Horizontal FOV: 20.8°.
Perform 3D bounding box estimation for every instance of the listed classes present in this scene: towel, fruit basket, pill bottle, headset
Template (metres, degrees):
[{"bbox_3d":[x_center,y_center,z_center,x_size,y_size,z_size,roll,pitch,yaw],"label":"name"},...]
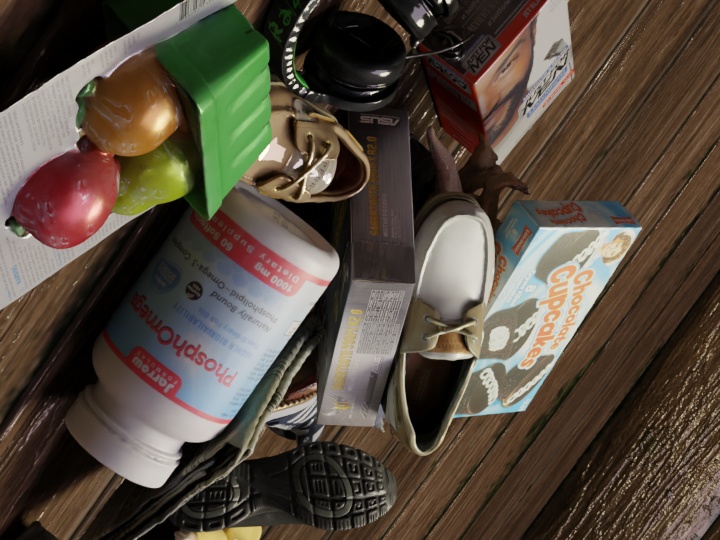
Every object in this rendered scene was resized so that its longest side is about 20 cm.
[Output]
[{"bbox_3d":[-0.115,0.131,1.438,0.192,0.035,0.200,-37,-170,30],"label":"towel"},{"bbox_3d":[-0.145,-0.071,1.077,0.199,0.094,0.186,-30,157,-15],"label":"fruit basket"},{"bbox_3d":[-0.111,0.042,1.324,0.201,0.109,0.109,-55,163,7],"label":"pill bottle"},{"bbox_3d":[0.007,-0.171,1.304,0.124,0.094,0.199,-53,149,18],"label":"headset"}]

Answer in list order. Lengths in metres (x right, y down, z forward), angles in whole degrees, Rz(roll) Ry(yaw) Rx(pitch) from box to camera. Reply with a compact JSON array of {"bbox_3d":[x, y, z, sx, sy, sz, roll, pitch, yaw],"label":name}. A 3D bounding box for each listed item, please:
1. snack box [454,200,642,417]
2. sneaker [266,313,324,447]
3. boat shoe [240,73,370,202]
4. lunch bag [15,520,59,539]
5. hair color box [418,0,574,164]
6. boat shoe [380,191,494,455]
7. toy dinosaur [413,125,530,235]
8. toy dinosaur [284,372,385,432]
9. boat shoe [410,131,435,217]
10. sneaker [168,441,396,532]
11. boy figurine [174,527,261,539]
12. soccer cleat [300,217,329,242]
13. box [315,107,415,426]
[{"bbox_3d":[0.125,0.031,1.535,0.116,0.037,0.201,-2,133,-40],"label":"snack box"},{"bbox_3d":[-0.071,0.114,1.648,0.200,0.070,0.109,-31,152,-57],"label":"sneaker"},{"bbox_3d":[-0.044,-0.081,1.313,0.074,0.069,0.200,-56,163,13],"label":"boat shoe"},{"bbox_3d":[-0.214,0.301,1.485,0.117,0.164,0.200,-40,163,-15],"label":"lunch bag"},{"bbox_3d":[0.112,-0.168,1.564,0.111,0.064,0.200,-49,162,-6],"label":"hair color box"},{"bbox_3d":[0.062,0.043,1.453,0.069,0.074,0.201,-111,-154,-60],"label":"boat shoe"},{"bbox_3d":[0.069,-0.024,1.525,0.135,0.086,0.200,-36,150,-1],"label":"toy dinosaur"},{"bbox_3d":[0.016,0.035,1.641,0.199,0.182,0.105,18,122,-36],"label":"toy dinosaur"},{"bbox_3d":[0.053,-0.060,1.620,0.072,0.068,0.200,-49,163,-8],"label":"boat shoe"},{"bbox_3d":[-0.069,0.185,1.674,0.091,0.198,0.077,115,-24,-82],"label":"sneaker"},{"bbox_3d":[-0.160,0.257,1.718,0.200,0.064,0.125,-39,161,-40],"label":"boy figurine"},{"bbox_3d":[-0.087,0.042,1.434,0.200,0.068,0.081,-48,-166,-12],"label":"soccer cleat"},{"bbox_3d":[0.000,0.000,1.481,0.201,0.048,0.159,104,-12,-55],"label":"box"}]
